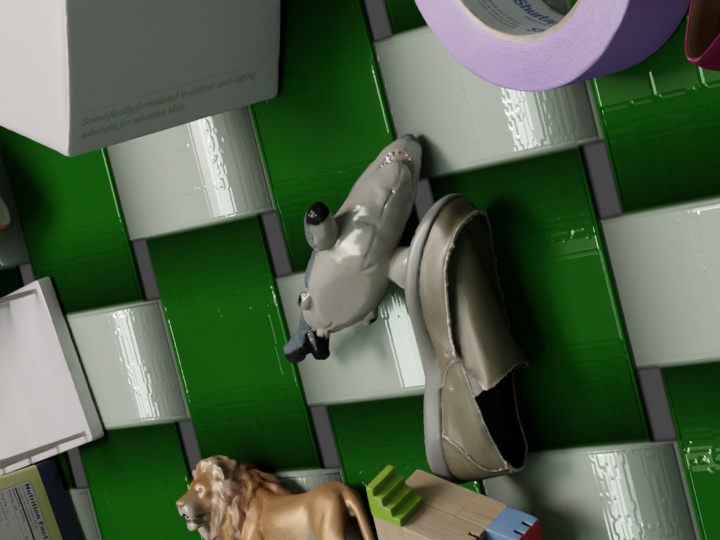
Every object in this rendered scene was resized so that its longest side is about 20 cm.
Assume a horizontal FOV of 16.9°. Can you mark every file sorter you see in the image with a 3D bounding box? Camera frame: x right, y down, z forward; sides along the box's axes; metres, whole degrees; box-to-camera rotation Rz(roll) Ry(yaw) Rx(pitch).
[{"bbox_3d":[-0.334,0.109,2.029,0.200,0.124,0.139,-23,86,49],"label":"file sorter"}]

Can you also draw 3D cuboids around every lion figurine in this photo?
[{"bbox_3d":[-0.044,0.189,1.784,0.199,0.072,0.123,-11,82,35],"label":"lion figurine"}]

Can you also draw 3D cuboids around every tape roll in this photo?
[{"bbox_3d":[0.111,-0.211,1.462,0.200,0.065,0.201,20,118,43],"label":"tape roll"}]

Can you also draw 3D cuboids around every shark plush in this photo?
[{"bbox_3d":[0.000,0.000,1.670,0.090,0.084,0.201,12,134,-1],"label":"shark plush"}]

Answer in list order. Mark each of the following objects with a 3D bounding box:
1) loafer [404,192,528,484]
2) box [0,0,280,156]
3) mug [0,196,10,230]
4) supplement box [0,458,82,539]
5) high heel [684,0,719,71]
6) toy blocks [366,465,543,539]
[{"bbox_3d":[0.080,0.046,1.592,0.069,0.075,0.201,7,114,35],"label":"loafer"},{"bbox_3d":[-0.178,-0.212,1.683,0.171,0.198,0.201,23,121,41],"label":"box"},{"bbox_3d":[-0.395,-0.011,2.007,0.133,0.177,0.200,45,99,11],"label":"mug"},{"bbox_3d":[-0.364,0.267,2.057,0.200,0.199,0.135,-22,86,49],"label":"supplement box"},{"bbox_3d":[0.218,-0.208,1.318,0.067,0.096,0.201,13,113,45],"label":"high heel"},{"bbox_3d":[0.088,0.222,1.604,0.136,0.100,0.201,19,136,36],"label":"toy blocks"}]
